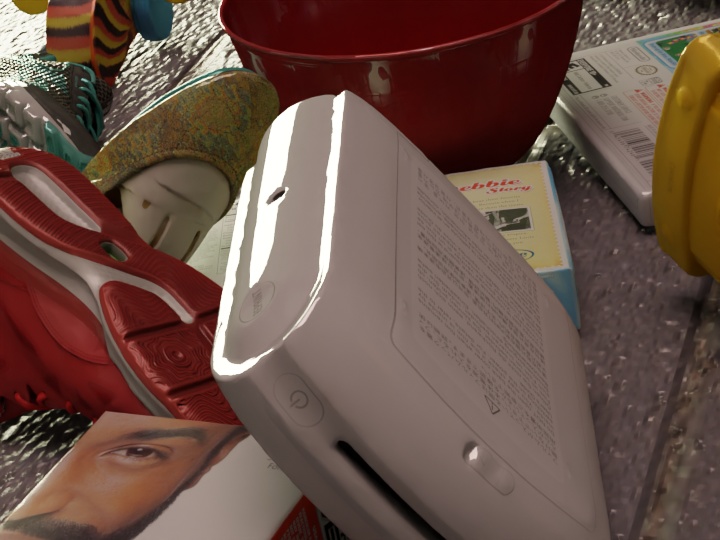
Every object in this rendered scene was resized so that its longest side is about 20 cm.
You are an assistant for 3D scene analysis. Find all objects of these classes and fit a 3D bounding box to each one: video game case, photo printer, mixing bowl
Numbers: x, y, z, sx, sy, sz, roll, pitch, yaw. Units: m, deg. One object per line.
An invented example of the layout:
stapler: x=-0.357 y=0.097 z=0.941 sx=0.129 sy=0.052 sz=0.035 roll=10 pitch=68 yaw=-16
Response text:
video game case: x=0.205 y=-0.091 z=1.031 sx=0.181 sy=0.024 sz=0.200 roll=-13 pitch=27 yaw=-7
photo printer: x=0.021 y=0.037 z=0.710 sx=0.069 sy=0.166 sz=0.200 roll=-38 pitch=22 yaw=20
mixing bowl: x=0.029 y=-0.106 z=1.023 sx=0.199 sy=0.109 sz=0.200 roll=-7 pitch=27 yaw=4

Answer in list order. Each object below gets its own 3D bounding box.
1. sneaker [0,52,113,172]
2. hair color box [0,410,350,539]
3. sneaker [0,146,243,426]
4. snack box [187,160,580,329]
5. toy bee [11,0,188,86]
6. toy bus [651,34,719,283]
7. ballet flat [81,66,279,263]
sneaker: x=-0.181 y=-0.091 z=1.105 sx=0.091 sy=0.078 sz=0.200 roll=-19 pitch=31 yaw=-25
hair color box: x=-0.089 y=0.132 z=0.668 sx=0.111 sy=0.064 sz=0.200 roll=3 pitch=29 yaw=25
sneaker: x=-0.116 y=0.047 z=0.841 sx=0.078 sy=0.116 sz=0.200 roll=-13 pitch=53 yaw=-48
snack box: x=0.000 y=0.000 z=0.910 sx=0.199 sy=0.037 sz=0.116 roll=-8 pitch=29 yaw=4
toy bee: x=-0.174 y=-0.204 z=1.273 sx=0.130 sy=0.109 sz=0.200 roll=-13 pitch=28 yaw=-2
toy bus: x=0.253 y=-0.031 z=0.807 sx=0.199 sy=0.136 sz=0.192 roll=-16 pitch=42 yaw=-17
ballet flat: x=-0.113 y=-0.018 z=0.893 sx=0.200 sy=0.071 sz=0.071 roll=-32 pitch=21 yaw=22
